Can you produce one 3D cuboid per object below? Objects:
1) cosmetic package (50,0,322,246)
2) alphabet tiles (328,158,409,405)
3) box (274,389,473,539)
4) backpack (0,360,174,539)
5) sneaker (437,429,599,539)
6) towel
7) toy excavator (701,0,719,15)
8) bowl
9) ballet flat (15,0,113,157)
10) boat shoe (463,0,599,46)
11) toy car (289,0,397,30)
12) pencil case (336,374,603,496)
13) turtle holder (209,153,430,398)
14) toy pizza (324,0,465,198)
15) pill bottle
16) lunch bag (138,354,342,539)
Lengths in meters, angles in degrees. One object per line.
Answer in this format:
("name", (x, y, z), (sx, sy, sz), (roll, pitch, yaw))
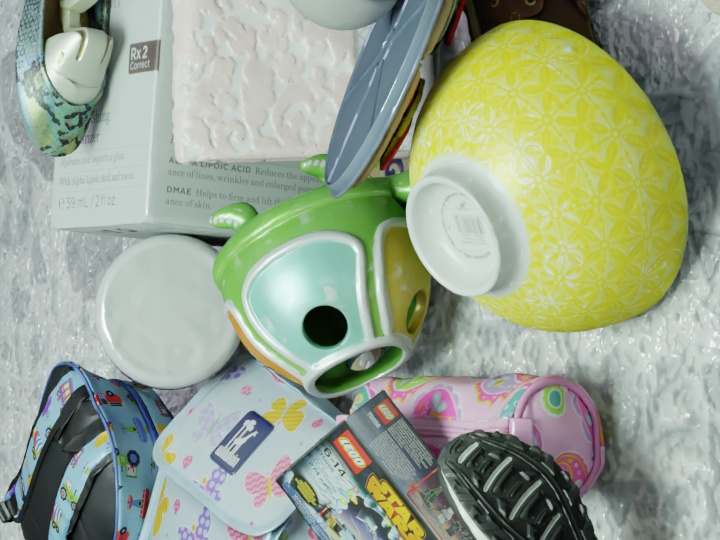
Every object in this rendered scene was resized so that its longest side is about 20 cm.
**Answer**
("cosmetic package", (-0.117, -0.124, 1.871), (0.164, 0.164, 0.202), (-3, 83, 57))
("alphabet tiles", (-0.014, -0.012, 1.860), (0.167, 0.008, 0.201), (43, 121, 48))
("box", (0.038, 0.186, 1.637), (0.200, 0.040, 0.137), (52, 149, 4))
("backpack", (-0.188, 0.169, 1.964), (0.183, 0.134, 0.201), (59, 144, 41))
("sneaker", (0.117, 0.181, 1.529), (0.200, 0.074, 0.079), (46, 147, -2))
("towel", (-0.037, -0.175, 1.760), (0.032, 0.189, 0.202), (113, 157, -86))
("toy excavator", (0.175, -0.243, 1.534), (0.199, 0.099, 0.196), (-4, 86, 47))
("bowl", (0.092, -0.041, 1.551), (0.199, 0.107, 0.201), (30, 134, 35))
("ballet flat", (-0.204, -0.183, 1.802), (0.074, 0.074, 0.202), (-6, 83, 55))
("boat shoe", (0.109, -0.172, 1.633), (0.068, 0.072, 0.201), (-63, 38, 33))
("toy car", (-0.031, -0.267, 1.616), (0.176, 0.149, 0.200), (-61, 34, 26))
("pencil case", (0.069, 0.110, 1.649), (0.199, 0.087, 0.088), (-2, 86, 55))
("turtle holder", (-0.004, 0.006, 1.741), (0.141, 0.184, 0.133), (96, 155, -63))
("toy pizza", (0.029, -0.136, 1.616), (0.200, 0.032, 0.202), (-157, 90, -80))
("pill bottle", (-0.143, 0.034, 1.903), (0.200, 0.111, 0.113), (148, 123, -85))
("lunch bag", (-0.072, 0.177, 1.829), (0.169, 0.126, 0.201), (37, 114, 48))
